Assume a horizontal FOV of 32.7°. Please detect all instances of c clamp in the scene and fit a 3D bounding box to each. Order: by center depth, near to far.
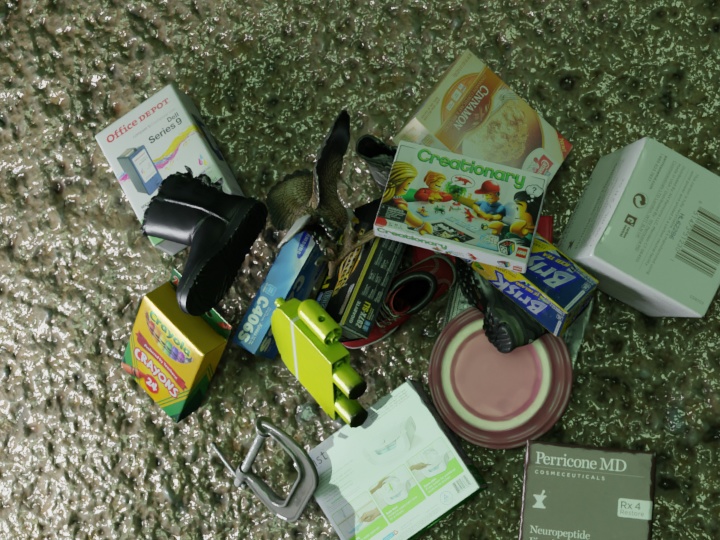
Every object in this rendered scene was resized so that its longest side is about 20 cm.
[{"bbox_3d":[-0.132,0.266,1.682,0.027,0.200,0.171,-31,75,-37],"label":"c clamp"}]

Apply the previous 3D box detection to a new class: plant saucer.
[{"bbox_3d":[0.186,0.140,1.658,0.198,0.051,0.203,-2,83,14],"label":"plant saucer"}]

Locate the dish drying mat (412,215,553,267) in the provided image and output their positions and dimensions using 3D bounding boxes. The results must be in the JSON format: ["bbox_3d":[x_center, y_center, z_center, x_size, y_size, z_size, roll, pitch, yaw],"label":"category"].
[{"bbox_3d":[0.167,-0.036,1.700,0.198,0.018,0.078,-1,77,21],"label":"dish drying mat"}]

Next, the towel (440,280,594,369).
[{"bbox_3d":[0.214,0.068,1.696,0.198,0.035,0.195,14,85,14],"label":"towel"}]

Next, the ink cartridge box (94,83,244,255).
[{"bbox_3d":[-0.279,-0.149,1.814,0.144,0.087,0.201,-31,74,7],"label":"ink cartridge box"}]

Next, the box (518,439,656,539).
[{"bbox_3d":[0.289,0.326,1.571,0.164,0.164,0.203,4,82,13],"label":"box"}]

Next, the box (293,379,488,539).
[{"bbox_3d":[0.041,0.278,1.670,0.199,0.097,0.177,-37,75,5],"label":"box"}]

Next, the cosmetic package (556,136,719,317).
[{"bbox_3d":[0.371,-0.049,1.573,0.165,0.200,0.169,27,85,-4],"label":"cosmetic package"}]

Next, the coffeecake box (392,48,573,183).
[{"bbox_3d":[0.167,-0.172,1.656,0.200,0.073,0.154,41,58,-7],"label":"coffeecake box"}]

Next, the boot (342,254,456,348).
[{"bbox_3d":[0.031,0.053,1.669,0.199,0.144,0.073,-35,89,22],"label":"boot"}]

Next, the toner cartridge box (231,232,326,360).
[{"bbox_3d":[-0.105,0.027,1.743,0.043,0.095,0.201,28,89,15],"label":"toner cartridge box"}]

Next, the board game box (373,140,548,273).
[{"bbox_3d":[0.128,-0.082,1.551,0.198,0.035,0.127,14,67,8],"label":"board game box"}]

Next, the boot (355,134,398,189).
[{"bbox_3d":[0.090,-0.124,1.703,0.198,0.131,0.068,20,84,14],"label":"boot"}]

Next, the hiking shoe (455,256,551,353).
[{"bbox_3d":[0.194,0.018,1.641,0.100,0.076,0.201,-11,58,-16],"label":"hiking shoe"}]

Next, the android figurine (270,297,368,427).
[{"bbox_3d":[-0.058,0.115,1.632,0.041,0.183,0.200,-28,50,-22],"label":"android figurine"}]

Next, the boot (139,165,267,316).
[{"bbox_3d":[-0.234,-0.044,1.674,0.161,0.074,0.199,20,68,30],"label":"boot"}]

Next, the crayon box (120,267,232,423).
[{"bbox_3d":[-0.261,0.107,1.725,0.127,0.051,0.201,42,135,16],"label":"crayon box"}]

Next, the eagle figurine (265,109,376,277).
[{"bbox_3d":[-0.053,-0.098,1.650,0.150,0.151,0.202,-20,66,-1],"label":"eagle figurine"}]

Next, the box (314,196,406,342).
[{"bbox_3d":[0.000,0.000,1.674,0.049,0.159,0.202,27,75,-15],"label":"box"}]

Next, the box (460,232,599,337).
[{"bbox_3d":[0.204,-0.010,1.575,0.200,0.065,0.070,40,63,20],"label":"box"}]
